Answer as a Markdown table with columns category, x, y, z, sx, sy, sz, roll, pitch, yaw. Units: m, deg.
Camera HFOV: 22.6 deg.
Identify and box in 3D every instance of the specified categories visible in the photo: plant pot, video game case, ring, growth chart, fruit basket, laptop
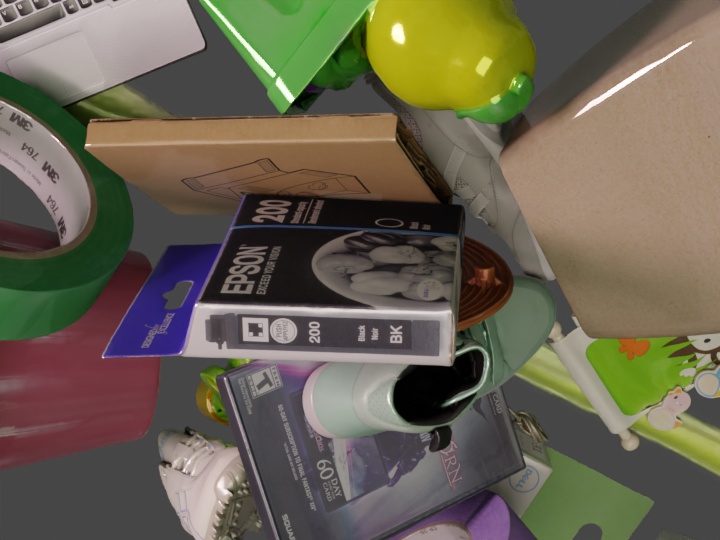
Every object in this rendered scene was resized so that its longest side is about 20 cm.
| category | x | y | z | sx | sy | sz | roll | pitch | yaw |
| --- | --- | --- | --- | --- | --- | --- | --- | --- | --- |
| plant pot | -0.233 | 0.049 | 1.200 | 0.178 | 0.200 | 0.201 | 1 | 114 | -19 |
| video game case | 0.011 | 0.102 | 1.190 | 0.199 | 0.019 | 0.144 | -22 | 98 | -30 |
| ring | 0.000 | 0.000 | 1.169 | 0.199 | 0.201 | 0.019 | -2 | 113 | -1 |
| growth chart | 0.233 | 0.033 | 1.292 | 0.200 | 0.018 | 0.145 | -40 | 110 | 15 |
| fruit basket | 0.028 | -0.168 | 1.108 | 0.214 | 0.156 | 0.217 | 1 | 97 | 5 |
| plant pot | 0.204 | -0.066 | 1.152 | 0.176 | 0.200 | 0.201 | -24 | 104 | 23 |
| laptop | -0.222 | -0.179 | 1.131 | 0.186 | 0.116 | 0.201 | -21 | 113 | 8 |

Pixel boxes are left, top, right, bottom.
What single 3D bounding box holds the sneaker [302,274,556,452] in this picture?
| category | x | y | z | sx | sy | sz | roll | pitch | yaw |
| --- | --- | --- | --- | --- | --- | --- | --- | --- | --- |
| sneaker | 0.073 | 0.058 | 1.150 | 0.200 | 0.118 | 0.074 | -25 | 101 | -30 |

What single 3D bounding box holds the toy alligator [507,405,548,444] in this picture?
| category | x | y | z | sx | sy | sz | roll | pitch | yaw |
| --- | --- | --- | --- | --- | --- | --- | --- | --- | --- |
| toy alligator | 0.056 | 0.065 | 1.276 | 0.054 | 0.059 | 0.200 | -35 | 110 | 13 |

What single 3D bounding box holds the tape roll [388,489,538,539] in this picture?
| category | x | y | z | sx | sy | sz | roll | pitch | yaw |
| --- | --- | --- | --- | --- | --- | --- | --- | --- | --- |
| tape roll | 0.040 | 0.242 | 1.227 | 0.200 | 0.200 | 0.066 | -37 | 108 | 13 |

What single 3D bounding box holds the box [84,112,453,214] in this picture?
| category | x | y | z | sx | sy | sz | roll | pitch | yaw |
| --- | --- | --- | --- | --- | --- | --- | --- | --- | --- |
| box | -0.053 | -0.064 | 1.149 | 0.199 | 0.163 | 0.021 | 0 | 75 | 16 |

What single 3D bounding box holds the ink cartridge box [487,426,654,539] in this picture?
| category | x | y | z | sx | sy | sz | roll | pitch | yaw |
| --- | --- | --- | --- | --- | --- | --- | --- | --- | --- |
| ink cartridge box | 0.103 | 0.192 | 1.341 | 0.199 | 0.048 | 0.146 | 29 | 109 | -11 |

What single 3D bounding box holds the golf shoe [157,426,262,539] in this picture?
| category | x | y | z | sx | sy | sz | roll | pitch | yaw |
| --- | --- | --- | --- | --- | --- | --- | --- | --- | --- |
| golf shoe | -0.109 | 0.147 | 1.244 | 0.097 | 0.200 | 0.078 | 42 | 71 | 7 |

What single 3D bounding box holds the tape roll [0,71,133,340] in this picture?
| category | x | y | z | sx | sy | sz | roll | pitch | yaw |
| --- | --- | --- | --- | --- | --- | --- | --- | --- | --- |
| tape roll | -0.240 | -0.048 | 1.113 | 0.200 | 0.201 | 0.048 | 29 | 126 | -14 |

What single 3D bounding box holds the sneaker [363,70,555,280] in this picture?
| category | x | y | z | sx | sy | sz | roll | pitch | yaw |
| --- | --- | --- | --- | --- | --- | --- | --- | --- | --- |
| sneaker | 0.077 | -0.076 | 1.222 | 0.082 | 0.075 | 0.201 | -21 | 111 | 28 |

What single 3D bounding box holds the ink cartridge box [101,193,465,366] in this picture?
| category | x | y | z | sx | sy | sz | roll | pitch | yaw |
| --- | --- | --- | --- | --- | --- | --- | --- | --- | --- |
| ink cartridge box | -0.039 | 0.002 | 1.076 | 0.199 | 0.198 | 0.044 | 0 | 110 | 4 |

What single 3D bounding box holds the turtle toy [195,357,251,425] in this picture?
| category | x | y | z | sx | sy | sz | roll | pitch | yaw |
| --- | --- | --- | --- | --- | --- | --- | --- | --- | --- |
| turtle toy | -0.045 | 0.080 | 1.247 | 0.101 | 0.146 | 0.200 | -47 | 111 | -16 |

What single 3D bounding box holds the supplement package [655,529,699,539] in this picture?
| category | x | y | z | sx | sy | sz | roll | pitch | yaw |
| --- | --- | --- | --- | --- | --- | --- | --- | --- | --- |
| supplement package | 0.268 | 0.326 | 1.369 | 0.155 | 0.111 | 0.201 | 17 | 111 | -9 |
